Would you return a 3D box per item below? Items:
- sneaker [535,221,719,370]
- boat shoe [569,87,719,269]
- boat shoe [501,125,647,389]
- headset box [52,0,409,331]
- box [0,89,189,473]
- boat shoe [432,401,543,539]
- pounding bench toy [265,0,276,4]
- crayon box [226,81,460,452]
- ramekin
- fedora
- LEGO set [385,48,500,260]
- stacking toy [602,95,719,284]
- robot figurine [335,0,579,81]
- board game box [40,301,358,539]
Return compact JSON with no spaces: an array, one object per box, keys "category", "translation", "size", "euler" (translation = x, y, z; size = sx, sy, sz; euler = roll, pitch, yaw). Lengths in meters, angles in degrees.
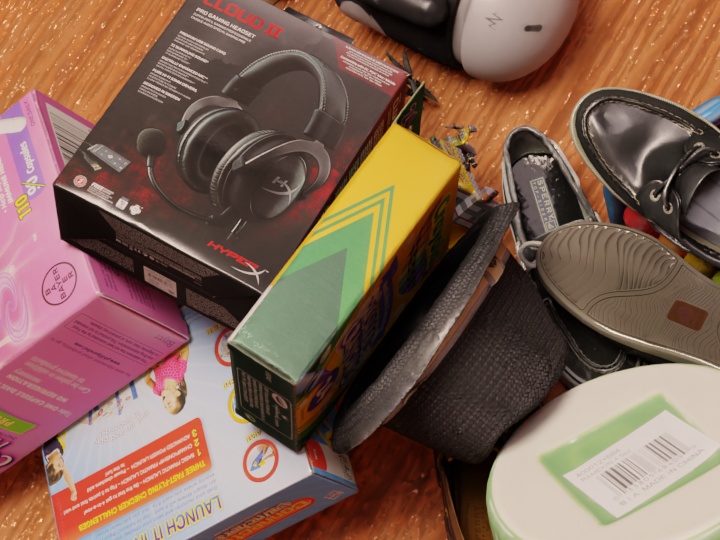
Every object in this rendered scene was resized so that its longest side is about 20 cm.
[{"category":"sneaker","translation":[0.198,0.049,1.227],"size":[0.200,0.106,0.075],"euler":[30,67,23]},{"category":"boat shoe","translation":[0.213,-0.045,1.187],"size":[0.199,0.066,0.075],"euler":[43,93,4]},{"category":"boat shoe","translation":[0.139,-0.008,1.292],"size":[0.073,0.068,0.200],"euler":[-15,62,6]},{"category":"headset box","translation":[-0.072,-0.077,1.197],"size":[0.148,0.077,0.200],"euler":[28,65,10]},{"category":"box","translation":[-0.238,0.015,1.291],"size":[0.200,0.097,0.176],"euler":[-35,55,18]},{"category":"boat shoe","translation":[0.082,0.114,1.247],"size":[0.072,0.068,0.201],"euler":[-8,63,10]},{"category":"pounding bench toy","translation":[-0.097,-0.308,1.420],"size":[0.124,0.200,0.156],"euler":[-43,62,-9]},{"category":"crayon box","translation":[0.000,0.000,1.161],"size":[0.051,0.126,0.200],"euler":[32,70,12]},{"category":"ramekin","translation":[0.169,0.143,1.124],"size":[0.199,0.098,0.200],"euler":[-16,31,9]},{"category":"fedora","translation":[0.066,0.054,1.184],"size":[0.091,0.201,0.201],"euler":[38,77,-3]},{"category":"LEGO set","translation":[0.009,-0.088,1.313],"size":[0.116,0.154,0.201],"euler":[-39,46,24]},{"category":"stacking toy","translation":[0.254,-0.006,1.256],"size":[0.110,0.116,0.200],"euler":[-34,73,-1]},{"category":"robot figurine","translation":[0.060,-0.216,1.378],"size":[0.200,0.125,0.151],"euler":[29,73,22]},{"category":"board game box","translation":[-0.118,0.092,1.278],"size":[0.200,0.056,0.197],"euler":[-28,60,22]}]
